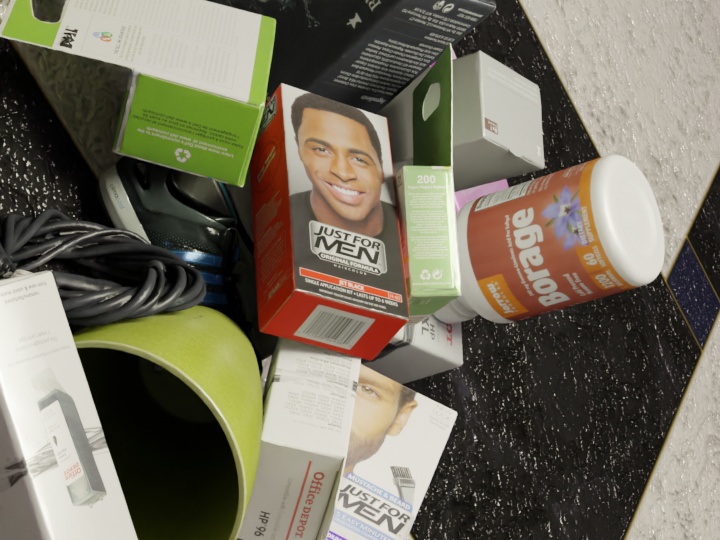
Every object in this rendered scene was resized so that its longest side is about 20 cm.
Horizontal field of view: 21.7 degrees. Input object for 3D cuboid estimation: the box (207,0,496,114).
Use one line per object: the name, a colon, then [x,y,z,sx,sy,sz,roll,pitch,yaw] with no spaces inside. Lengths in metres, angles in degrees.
box: [-0.028,-0.241,1.555,0.117,0.200,0.198,5,51,-54]

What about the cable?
cable: [-0.187,-0.004,1.309,0.200,0.162,0.051,-12,111,-62]

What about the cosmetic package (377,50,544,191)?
cosmetic package: [0.052,-0.117,1.655,0.107,0.198,0.091,22,58,-53]

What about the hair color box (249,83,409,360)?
hair color box: [-0.027,-0.039,1.437,0.101,0.061,0.201,15,48,-26]

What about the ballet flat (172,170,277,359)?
ballet flat: [-0.120,-0.016,1.493,0.063,0.067,0.201,-32,101,-24]

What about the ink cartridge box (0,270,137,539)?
ink cartridge box: [-0.237,0.118,1.184,0.085,0.145,0.202,-16,88,-56]

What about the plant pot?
plant pot: [-0.141,0.102,1.321,0.188,0.186,0.200,64,21,-12]

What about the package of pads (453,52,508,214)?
package of pads: [0.062,-0.138,1.793,0.120,0.075,0.202,-34,103,-58]

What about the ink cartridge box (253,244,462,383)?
ink cartridge box: [0.000,0.000,1.632,0.199,0.083,0.147,26,55,-48]

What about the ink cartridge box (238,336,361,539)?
ink cartridge box: [-0.047,0.129,1.419,0.067,0.117,0.201,13,42,-4]

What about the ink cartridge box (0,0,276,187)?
ink cartridge box: [-0.171,-0.154,1.422,0.198,0.076,0.148,14,32,-7]

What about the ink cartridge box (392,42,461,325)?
ink cartridge box: [0.041,-0.065,1.510,0.047,0.146,0.202,-1,80,-12]

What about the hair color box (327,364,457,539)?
hair color box: [-0.005,0.175,1.523,0.109,0.065,0.201,26,42,1]

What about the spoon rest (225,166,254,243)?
spoon rest: [-0.089,-0.071,1.517,0.200,0.061,0.099,47,1,9]

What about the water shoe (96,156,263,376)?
water shoe: [-0.120,-0.005,1.435,0.201,0.079,0.072,55,5,-10]

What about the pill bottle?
pill bottle: [0.149,-0.019,1.601,0.112,0.199,0.113,30,51,-46]
